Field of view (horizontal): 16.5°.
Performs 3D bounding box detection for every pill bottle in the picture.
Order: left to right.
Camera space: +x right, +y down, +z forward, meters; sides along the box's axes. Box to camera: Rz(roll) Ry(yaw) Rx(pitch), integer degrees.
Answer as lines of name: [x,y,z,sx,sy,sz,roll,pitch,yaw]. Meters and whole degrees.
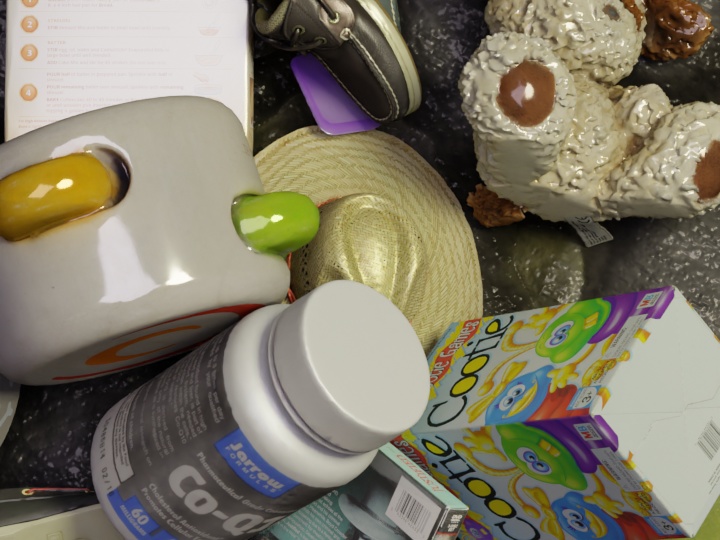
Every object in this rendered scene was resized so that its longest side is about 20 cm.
pill bottle: [-0.058,0.089,1.454,0.200,0.114,0.114,-34,82,41]

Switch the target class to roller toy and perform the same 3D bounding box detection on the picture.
roller toy: [-0.145,-0.022,1.455,0.200,0.182,0.140,-12,80,-34]

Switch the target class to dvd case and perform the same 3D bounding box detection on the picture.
dvd case: [-0.021,0.194,1.495,0.146,0.022,0.200,36,111,45]

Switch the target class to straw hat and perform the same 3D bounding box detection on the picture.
straw hat: [0.000,0.000,1.531,0.201,0.085,0.202,3,81,-17]

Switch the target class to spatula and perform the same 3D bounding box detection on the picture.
spatula: [-0.032,-0.179,1.602,0.056,0.021,0.200,-9,77,-33]

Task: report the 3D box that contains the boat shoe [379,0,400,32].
boat shoe: [0.020,-0.242,1.589,0.062,0.073,0.200,-4,81,2]

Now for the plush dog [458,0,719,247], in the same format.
plush dog: [0.130,-0.123,1.559,0.200,0.160,0.172,18,68,-25]

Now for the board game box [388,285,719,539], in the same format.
board game box: [0.121,0.090,1.463,0.103,0.200,0.105,49,58,-21]

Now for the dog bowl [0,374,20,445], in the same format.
dog bowl: [-0.298,0.064,1.537,0.200,0.059,0.201,-7,73,23]

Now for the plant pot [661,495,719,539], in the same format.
plant pot: [0.243,0.166,1.499,0.190,0.200,0.201,-12,84,13]

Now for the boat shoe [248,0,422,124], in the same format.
boat shoe: [-0.040,-0.165,1.533,0.065,0.073,0.200,-43,102,-28]

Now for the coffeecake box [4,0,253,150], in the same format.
coffeecake box: [-0.145,-0.173,1.583,0.153,0.073,0.200,0,84,0]

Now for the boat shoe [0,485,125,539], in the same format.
boat shoe: [-0.176,0.162,1.549,0.201,0.063,0.074,-7,122,-13]
